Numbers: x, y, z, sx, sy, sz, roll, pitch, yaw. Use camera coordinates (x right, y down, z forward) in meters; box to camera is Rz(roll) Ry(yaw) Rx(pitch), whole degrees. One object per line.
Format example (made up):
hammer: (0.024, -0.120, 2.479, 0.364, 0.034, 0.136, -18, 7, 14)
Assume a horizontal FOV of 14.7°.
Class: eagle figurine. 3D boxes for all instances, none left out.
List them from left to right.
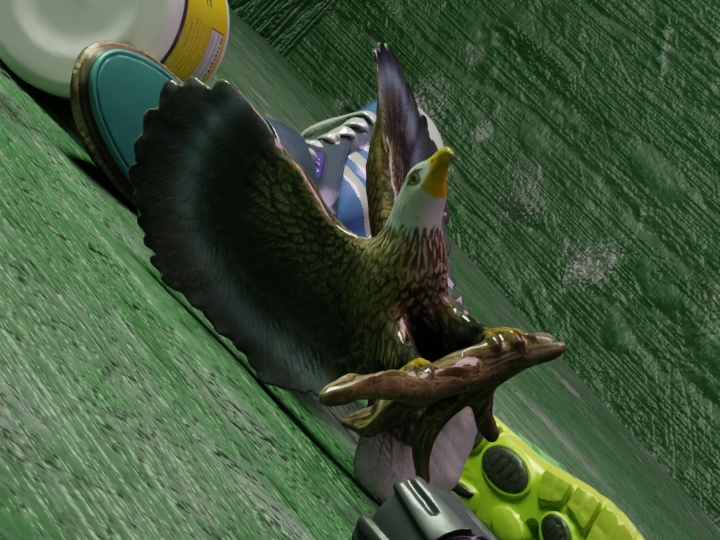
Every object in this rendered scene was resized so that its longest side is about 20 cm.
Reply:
eagle figurine: (0.004, -0.006, 1.289, 0.200, 0.151, 0.152, 48, 5, 40)

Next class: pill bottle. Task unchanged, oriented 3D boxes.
pill bottle: (-0.134, -0.142, 1.551, 0.111, 0.111, 0.200, 45, 4, 7)

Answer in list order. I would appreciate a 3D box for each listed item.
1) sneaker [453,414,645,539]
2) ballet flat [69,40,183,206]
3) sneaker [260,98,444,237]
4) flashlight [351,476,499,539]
sneaker: (0.098, 0.133, 1.373, 0.083, 0.074, 0.200, 34, 11, -47)
ballet flat: (-0.098, -0.051, 1.458, 0.065, 0.071, 0.200, 9, -27, 46)
sneaker: (-0.035, -0.057, 1.413, 0.147, 0.080, 0.201, 49, 39, -28)
flashlight: (0.059, 0.144, 0.955, 0.068, 0.068, 0.200, 37, 10, -42)
